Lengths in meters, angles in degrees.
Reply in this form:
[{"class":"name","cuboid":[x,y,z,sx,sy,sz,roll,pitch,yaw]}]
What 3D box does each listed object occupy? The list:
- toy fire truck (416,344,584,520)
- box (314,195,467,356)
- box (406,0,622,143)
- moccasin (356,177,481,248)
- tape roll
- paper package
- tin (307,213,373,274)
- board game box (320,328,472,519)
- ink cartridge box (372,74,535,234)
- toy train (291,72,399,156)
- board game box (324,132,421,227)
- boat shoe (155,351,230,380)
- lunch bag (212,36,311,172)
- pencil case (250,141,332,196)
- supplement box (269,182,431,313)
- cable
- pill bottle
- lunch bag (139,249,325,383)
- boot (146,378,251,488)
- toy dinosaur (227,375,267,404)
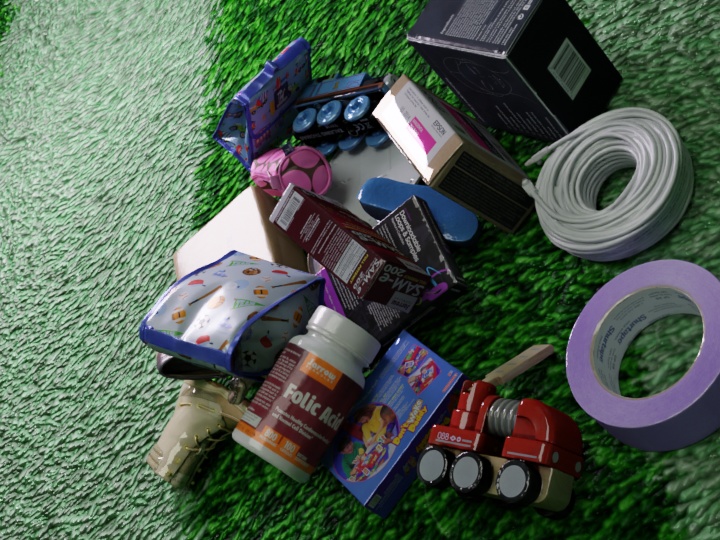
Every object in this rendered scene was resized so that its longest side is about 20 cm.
[{"class":"toy fire truck","cuboid":[0.179,0.167,1.436,0.175,0.128,0.202,3,73,44]},{"class":"box","cuboid":[0.034,0.017,1.667,0.200,0.036,0.144,-39,59,25]},{"class":"box","cuboid":[0.202,-0.279,1.668,0.196,0.200,0.125,21,74,49]},{"class":"moccasin","cuboid":[0.088,-0.076,1.726,0.199,0.068,0.081,28,70,37]},{"class":"tape roll","cuboid":[0.325,0.091,1.378,0.199,0.066,0.202,-26,46,29]},{"class":"paper package","cuboid":[-0.177,0.009,1.892,0.190,0.103,0.201,-39,42,17]},{"class":"tin","cuboid":[0.000,0.000,1.757,0.112,0.042,0.200,-55,46,14]},{"class":"board game box","cuboid":[0.043,0.189,1.589,0.201,0.045,0.134,-53,39,-1]},{"class":"ink cartridge box","cuboid":[0.127,-0.154,1.669,0.075,0.164,0.200,-50,39,16]},{"class":"toy train","cuboid":[-0.018,-0.243,1.907,0.199,0.087,0.115,-7,50,41]},{"class":"board game box","cuboid":[0.028,-0.148,1.873,0.201,0.026,0.199,-56,39,-5]},{"class":"boat shoe","cuboid":[-0.192,0.121,1.792,0.198,0.073,0.065,-7,26,-2]},{"class":"lunch bag","cuboid":[-0.145,-0.271,1.965,0.094,0.200,0.151,41,68,10]},{"class":"pencil case","cuboid":[-0.111,-0.148,1.908,0.093,0.092,0.200,-25,10,-12]},{"class":"supplement box","cuboid":[-0.015,-0.029,1.624,0.200,0.108,0.061,40,103,36]},{"class":"cable","cuboid":[0.306,-0.102,1.539,0.199,0.069,0.201,-34,43,19]},{"class":"pill bottle","cuboid":[-0.064,0.154,1.595,0.114,0.114,0.201,21,76,49]},{"class":"lunch bag","cuboid":[-0.167,0.071,1.662,0.169,0.125,0.199,13,26,33]},{"class":"boot","cuboid":[-0.215,0.239,1.779,0.199,0.073,0.157,18,77,46]},{"class":"toy dinosaur","cuboid":[-0.089,0.126,1.729,0.199,0.048,0.088,-34,51,-25]}]
